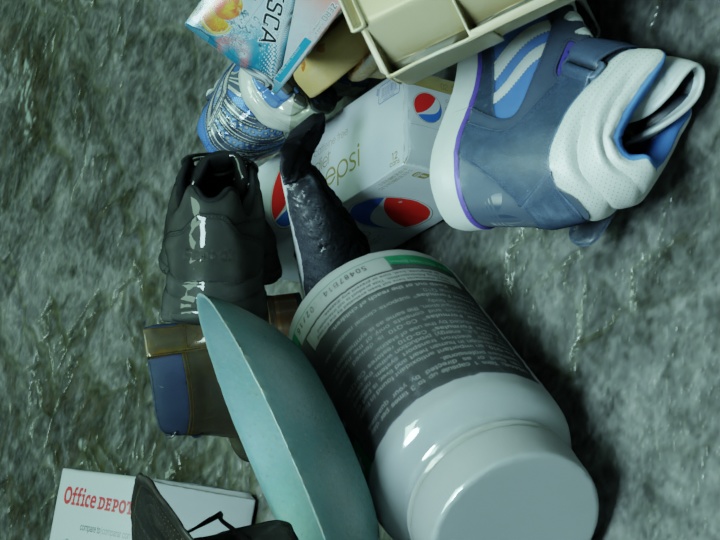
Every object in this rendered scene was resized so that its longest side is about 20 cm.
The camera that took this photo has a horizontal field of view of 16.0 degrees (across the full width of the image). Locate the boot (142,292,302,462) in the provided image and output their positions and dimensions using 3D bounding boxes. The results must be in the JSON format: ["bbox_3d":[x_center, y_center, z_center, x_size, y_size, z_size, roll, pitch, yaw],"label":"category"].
[{"bbox_3d":[-0.090,0.070,1.569,0.200,0.097,0.075,105,158,-61],"label":"boot"}]

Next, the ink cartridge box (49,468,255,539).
[{"bbox_3d":[-0.151,0.234,1.680,0.146,0.084,0.200,-3,76,60],"label":"ink cartridge box"}]

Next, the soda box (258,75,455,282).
[{"bbox_3d":[0.001,-0.052,1.541,0.200,0.068,0.064,-30,54,54],"label":"soda box"}]

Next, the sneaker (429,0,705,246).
[{"bbox_3d":[0.126,-0.107,1.360,0.146,0.081,0.200,-8,49,34],"label":"sneaker"}]

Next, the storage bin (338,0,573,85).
[{"bbox_3d":[0.068,-0.221,1.312,0.200,0.094,0.199,-24,81,13],"label":"storage bin"}]

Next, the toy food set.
[{"bbox_3d":[0.045,-0.190,1.462,0.200,0.049,0.198,-48,9,49],"label":"toy food set"}]

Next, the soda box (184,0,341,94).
[{"bbox_3d":[-0.042,-0.159,1.420,0.068,0.064,0.200,-52,6,15],"label":"soda box"}]

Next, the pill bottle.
[{"bbox_3d":[0.043,0.082,1.368,0.113,0.113,0.200,-66,32,20],"label":"pill bottle"}]

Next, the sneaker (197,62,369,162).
[{"bbox_3d":[-0.057,-0.112,1.573,0.085,0.077,0.200,-38,2,17],"label":"sneaker"}]

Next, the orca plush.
[{"bbox_3d":[0.000,0.000,1.489,0.105,0.071,0.200,-109,7,-65],"label":"orca plush"}]

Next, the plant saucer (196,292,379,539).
[{"bbox_3d":[-0.030,0.097,1.347,0.201,0.039,0.201,156,90,-80],"label":"plant saucer"}]

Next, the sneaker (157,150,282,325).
[{"bbox_3d":[-0.080,-0.030,1.484,0.200,0.076,0.091,-115,26,-75],"label":"sneaker"}]

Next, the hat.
[{"bbox_3d":[-0.052,0.180,1.317,0.201,0.081,0.201,54,157,34],"label":"hat"}]
